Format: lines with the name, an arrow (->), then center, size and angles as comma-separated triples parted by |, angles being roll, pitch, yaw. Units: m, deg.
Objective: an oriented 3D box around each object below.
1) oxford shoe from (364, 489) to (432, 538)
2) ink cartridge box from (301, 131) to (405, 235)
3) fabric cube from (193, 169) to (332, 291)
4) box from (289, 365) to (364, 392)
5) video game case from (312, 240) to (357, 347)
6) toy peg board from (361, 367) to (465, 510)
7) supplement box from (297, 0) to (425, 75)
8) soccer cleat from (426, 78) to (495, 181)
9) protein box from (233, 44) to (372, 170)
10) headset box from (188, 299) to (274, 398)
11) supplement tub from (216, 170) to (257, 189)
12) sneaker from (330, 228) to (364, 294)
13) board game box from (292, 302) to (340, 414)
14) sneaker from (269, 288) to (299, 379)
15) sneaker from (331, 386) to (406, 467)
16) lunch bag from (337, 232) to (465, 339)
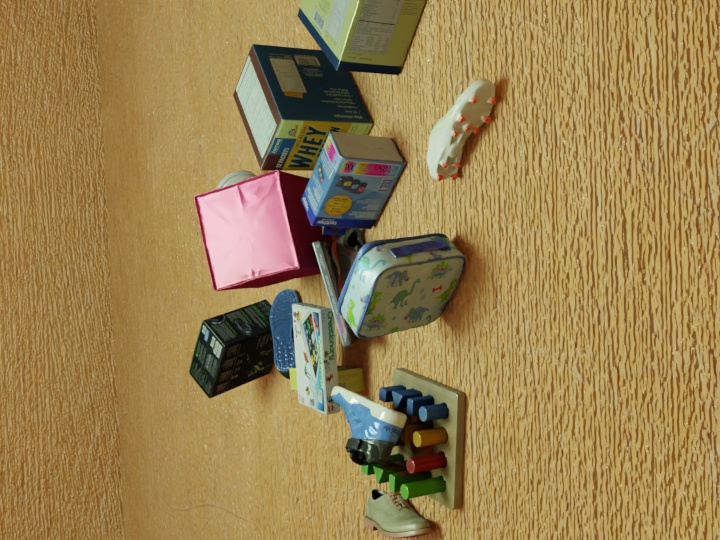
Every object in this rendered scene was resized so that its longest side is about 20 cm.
oxford shoe -> 0.063, 0.443, 1.614 | 0.199, 0.070, 0.076 | -10, 79, 58
ink cartridge box -> -0.021, -0.152, 1.635 | 0.201, 0.135, 0.077 | -61, 39, 41
fabric cube -> -0.186, -0.077, 1.777 | 0.197, 0.199, 0.199 | -13, 85, 19
box -> -0.072, 0.223, 1.818 | 0.199, 0.074, 0.051 | -6, 89, 58
video game case -> -0.047, 0.043, 1.701 | 0.143, 0.019, 0.203 | -5, -100, -85
toy peg board -> 0.082, 0.293, 1.538 | 0.199, 0.097, 0.203 | 13, 104, 58
supplement box -> 0.005, -0.488, 1.563 | 0.201, 0.133, 0.201 | 58, 139, 39
soccer cleat -> 0.151, -0.231, 1.408 | 0.078, 0.068, 0.201 | 66, 147, 35
protein box -> -0.115, -0.314, 1.719 | 0.135, 0.196, 0.202 | -57, 46, 45
headset box -> -0.279, 0.178, 2.055 | 0.093, 0.198, 0.176 | 44, 132, 27
supplement tub -> -0.243, -0.128, 2.012 | 0.200, 0.139, 0.142 | 50, 133, 46
sneaker -> 0.000, 0.000, 1.678 | 0.082, 0.076, 0.202 | -53, 49, 39
board game box -> -0.088, 0.169, 1.730 | 0.126, 0.034, 0.203 | 8, 102, 60
sneaker -> -0.161, 0.145, 1.968 | 0.078, 0.069, 0.203 | 69, -162, -61
sneaker -> -0.004, 0.277, 1.546 | 0.199, 0.076, 0.113 | 14, 81, 53
lunch bag -> 0.069, 0.019, 1.437 | 0.083, 0.198, 0.162 | 50, 136, 35
